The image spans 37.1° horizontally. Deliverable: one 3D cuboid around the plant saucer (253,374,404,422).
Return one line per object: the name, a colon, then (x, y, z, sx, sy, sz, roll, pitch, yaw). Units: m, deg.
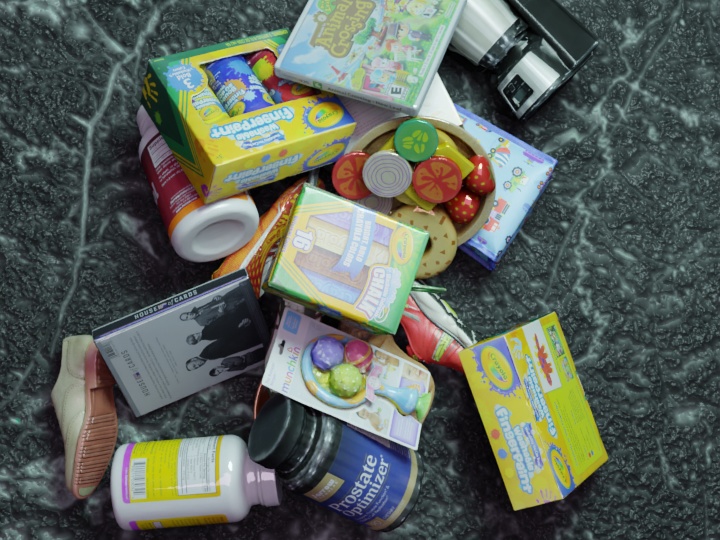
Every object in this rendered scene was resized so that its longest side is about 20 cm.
plant saucer: (-0.039, 0.184, 1.373, 0.197, 0.032, 0.204, 1, 85, -6)

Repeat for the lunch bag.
lunch bag: (0.131, -0.122, 1.396, 0.199, 0.094, 0.152, 34, 86, 9)

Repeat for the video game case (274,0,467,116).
video game case: (0.016, -0.287, 1.279, 0.179, 0.022, 0.202, 18, 63, 12)

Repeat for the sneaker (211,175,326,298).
sneaker: (-0.119, -0.050, 1.371, 0.200, 0.077, 0.073, -50, 133, -21)

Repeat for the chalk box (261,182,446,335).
chalk box: (0.000, 0.000, 1.237, 0.197, 0.124, 0.126, 22, 83, -6)

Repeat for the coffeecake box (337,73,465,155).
coffeecake box: (0.024, -0.228, 1.368, 0.152, 0.073, 0.202, -27, 78, 7)

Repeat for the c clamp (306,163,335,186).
c clamp: (-0.045, -0.091, 1.356, 0.169, 0.027, 0.203, 25, 51, -30)

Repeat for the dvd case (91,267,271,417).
dvd case: (-0.212, 0.091, 1.323, 0.197, 0.152, 0.025, -22, 44, -6)

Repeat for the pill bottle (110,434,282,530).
pill bottle: (-0.197, 0.257, 1.308, 0.196, 0.104, 0.106, -5, 85, 2)

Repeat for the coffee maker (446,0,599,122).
coffee maker: (0.208, -0.324, 1.390, 0.200, 0.135, 0.192, 44, 82, 0)

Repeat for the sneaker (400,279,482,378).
sneaker: (0.102, 0.096, 1.384, 0.085, 0.077, 0.200, -43, 85, 12)

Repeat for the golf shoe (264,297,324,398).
golf shoe: (-0.081, 0.065, 1.320, 0.076, 0.089, 0.203, 3, 58, 13)

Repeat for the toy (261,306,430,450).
toy: (-0.005, 0.117, 1.245, 0.198, 0.047, 0.116, 27, 47, -13)

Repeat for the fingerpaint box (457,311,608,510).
fingerpaint box: (0.215, 0.170, 1.327, 0.073, 0.166, 0.203, -22, 87, 32)

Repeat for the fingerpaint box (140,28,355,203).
fingerpaint box: (-0.133, -0.189, 1.275, 0.198, 0.074, 0.168, -20, 65, -32)

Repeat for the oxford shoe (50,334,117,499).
oxford shoe: (-0.349, 0.180, 1.342, 0.073, 0.071, 0.204, 5, 84, 21)

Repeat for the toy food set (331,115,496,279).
toy food set: (0.065, -0.095, 1.297, 0.197, 0.049, 0.200, 36, 120, -18)

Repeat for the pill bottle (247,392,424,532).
pill bottle: (-0.030, 0.223, 1.267, 0.198, 0.111, 0.113, 30, 82, -27)

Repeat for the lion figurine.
lion figurine: (0.035, 0.117, 1.344, 0.200, 0.072, 0.123, 47, 70, -14)

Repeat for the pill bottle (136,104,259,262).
pill bottle: (-0.208, -0.121, 1.328, 0.111, 0.113, 0.202, -22, 63, -6)
